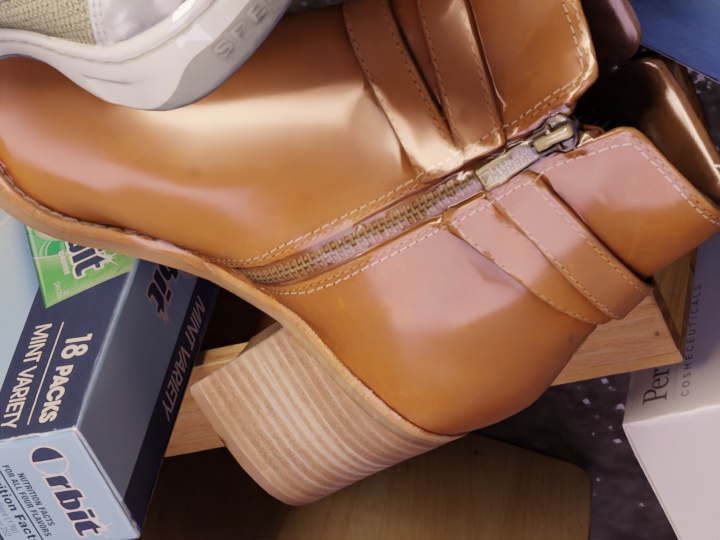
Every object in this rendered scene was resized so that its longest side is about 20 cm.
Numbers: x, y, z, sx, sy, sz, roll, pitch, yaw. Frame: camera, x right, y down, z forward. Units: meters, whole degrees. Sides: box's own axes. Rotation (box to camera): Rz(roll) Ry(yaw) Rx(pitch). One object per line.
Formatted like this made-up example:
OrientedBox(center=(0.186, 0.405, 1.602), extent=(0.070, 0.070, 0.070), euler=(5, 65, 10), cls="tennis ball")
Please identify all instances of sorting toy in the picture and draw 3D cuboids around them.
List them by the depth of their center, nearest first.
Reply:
OrientedBox(center=(-0.036, 0.110, 0.839), extent=(0.197, 0.200, 0.070), euler=(16, 116, -1), cls="sorting toy")

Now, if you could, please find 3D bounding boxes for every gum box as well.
OrientedBox(center=(-0.139, 0.017, 0.812), extent=(0.199, 0.171, 0.045), euler=(-10, 128, 22), cls="gum box")

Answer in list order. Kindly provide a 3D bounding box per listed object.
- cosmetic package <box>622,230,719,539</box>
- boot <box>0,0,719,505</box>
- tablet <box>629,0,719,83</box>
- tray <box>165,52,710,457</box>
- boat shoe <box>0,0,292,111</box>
OrientedBox(center=(0.183, 0.018, 0.777), extent=(0.199, 0.108, 0.085), euler=(-14, 126, 22), cls="cosmetic package")
OrientedBox(center=(-0.013, -0.047, 0.701), extent=(0.155, 0.077, 0.201), euler=(-34, 94, 30), cls="boot")
OrientedBox(center=(0.090, -0.089, 0.693), extent=(0.129, 0.014, 0.200), euler=(25, 167, -11), cls="tablet")
OrientedBox(center=(0.000, 0.000, 0.810), extent=(0.199, 0.099, 0.037), euler=(-11, 128, 22), cls="tray")
OrientedBox(center=(-0.088, -0.084, 0.624), extent=(0.065, 0.075, 0.201), euler=(43, 167, -34), cls="boat shoe")
